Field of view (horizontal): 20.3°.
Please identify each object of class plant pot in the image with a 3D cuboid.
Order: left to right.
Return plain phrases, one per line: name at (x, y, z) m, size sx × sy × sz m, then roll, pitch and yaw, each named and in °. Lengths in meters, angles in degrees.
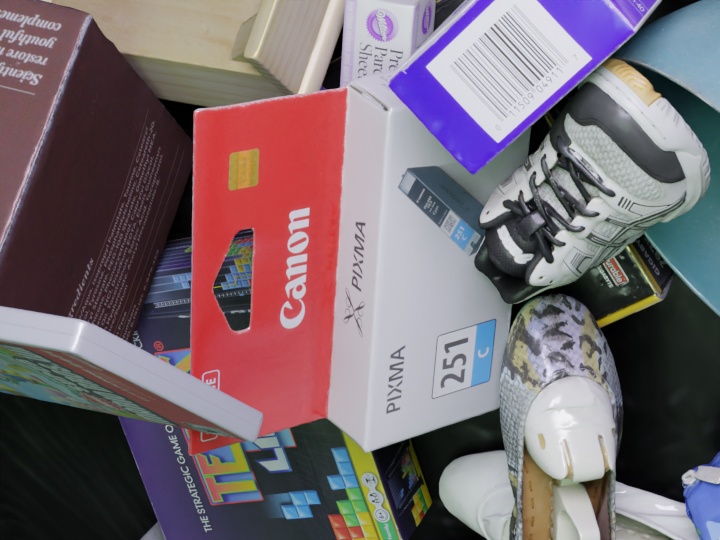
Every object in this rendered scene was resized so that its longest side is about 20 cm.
plant pot at (0.221, -0.062, 0.960) m, size 0.135 × 0.200 × 0.200 m, roll -40°, pitch 97°, yaw -11°

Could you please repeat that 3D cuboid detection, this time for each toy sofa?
toy sofa at (-0.101, -0.144, 1.089) m, size 0.200 × 0.098 × 0.083 m, roll 12°, pitch 77°, yaw 29°

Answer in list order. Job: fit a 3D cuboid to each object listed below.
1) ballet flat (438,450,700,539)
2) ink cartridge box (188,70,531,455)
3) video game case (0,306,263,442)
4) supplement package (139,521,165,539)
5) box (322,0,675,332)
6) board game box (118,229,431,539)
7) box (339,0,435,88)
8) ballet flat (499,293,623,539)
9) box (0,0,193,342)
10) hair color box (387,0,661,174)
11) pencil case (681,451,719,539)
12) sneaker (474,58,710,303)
ballet flat at (0.133, 0.154, 1.163) m, size 0.200 × 0.069 × 0.069 m, roll 13°, pitch 119°, yaw 17°
ink cartridge box at (0.000, 0.000, 1.028) m, size 0.045 × 0.176 × 0.200 m, roll 37°, pitch 133°, yaw 46°
video game case at (-0.165, 0.043, 1.000) m, size 0.200 × 0.143 × 0.017 m, roll 8°, pitch 74°, yaw 37°
supplement package at (-0.161, 0.280, 1.322) m, size 0.117 × 0.117 × 0.200 m, roll 42°, pitch 124°, yaw -1°
box at (0.055, -0.045, 1.108) m, size 0.160 × 0.049 × 0.200 m, roll -26°, pitch 103°, yaw 33°
board game box at (-0.066, 0.075, 1.215) m, size 0.165 × 0.057 × 0.200 m, roll -10°, pitch 110°, yaw 26°
box at (0.010, -0.056, 1.069) m, size 0.041 × 0.039 × 0.200 m, roll 13°, pitch 119°, yaw 16°
ballet flat at (0.114, 0.113, 1.082) m, size 0.072 × 0.072 × 0.200 m, roll 6°, pitch 110°, yaw 21°
box at (-0.212, -0.046, 1.099) m, size 0.166 × 0.200 × 0.164 m, roll 15°, pitch 77°, yaw 16°
hair color box at (0.099, -0.134, 0.952) m, size 0.065 × 0.200 × 0.109 m, roll 47°, pitch 123°, yaw -2°
pencil case at (0.248, 0.081, 1.068) m, size 0.087 × 0.078 × 0.200 m, roll 24°, pitch 124°, yaw -16°
sneaker at (0.103, -0.030, 0.955) m, size 0.076 × 0.088 × 0.200 m, roll 50°, pitch 167°, yaw 11°
